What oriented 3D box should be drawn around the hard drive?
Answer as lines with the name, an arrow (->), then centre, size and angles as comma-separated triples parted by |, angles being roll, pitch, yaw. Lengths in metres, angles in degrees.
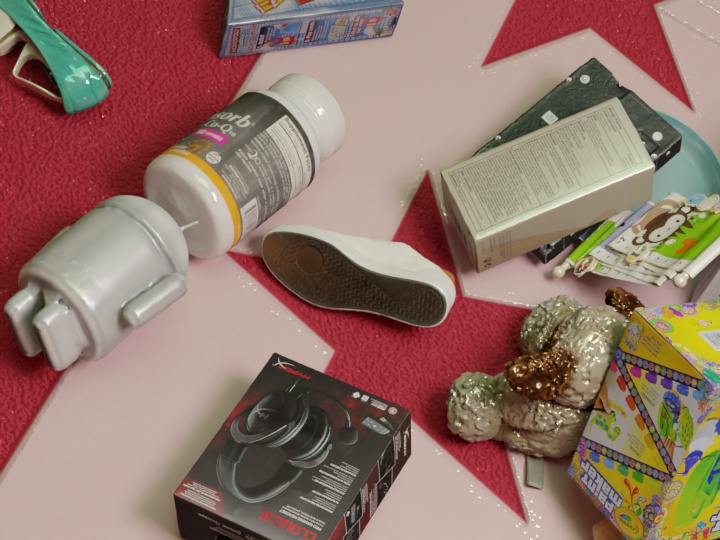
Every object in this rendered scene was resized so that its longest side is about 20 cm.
hard drive -> 0.221, -0.117, 1.857 | 0.200, 0.038, 0.140 | -40, 66, -13

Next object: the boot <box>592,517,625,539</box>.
boot -> 0.264, 0.321, 1.620 | 0.174, 0.066, 0.201 | -9, 61, -33

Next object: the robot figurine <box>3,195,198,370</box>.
robot figurine -> -0.241, 0.006, 1.658 | 0.169, 0.113, 0.200 | 23, 51, 32

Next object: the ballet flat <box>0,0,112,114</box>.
ballet flat -> -0.341, -0.235, 1.818 | 0.070, 0.067, 0.200 | -39, 71, -16

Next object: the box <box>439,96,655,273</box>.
box -> 0.189, -0.086, 1.782 | 0.199, 0.078, 0.095 | -21, 64, -4

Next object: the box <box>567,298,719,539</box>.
box -> 0.328, 0.138, 1.630 | 0.199, 0.193, 0.122 | -5, 37, -33

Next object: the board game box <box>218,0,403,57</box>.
board game box -> -0.090, -0.318, 1.932 | 0.199, 0.062, 0.200 | -23, 67, -26

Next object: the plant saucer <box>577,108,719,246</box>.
plant saucer -> 0.295, -0.089, 1.894 | 0.199, 0.027, 0.201 | 3, 61, -5

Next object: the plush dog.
plush dog -> 0.199, 0.100, 1.673 | 0.160, 0.172, 0.200 | 43, 58, 14

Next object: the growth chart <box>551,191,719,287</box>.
growth chart -> 0.300, -0.033, 1.766 | 0.145, 0.200, 0.018 | -46, 117, -23

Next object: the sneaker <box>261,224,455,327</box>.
sneaker -> 0.000, 0.000, 1.764 | 0.199, 0.073, 0.085 | 21, 25, 7

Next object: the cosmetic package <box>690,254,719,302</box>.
cosmetic package -> 0.465, -0.034, 1.829 | 0.164, 0.165, 0.201 | 25, 55, 3

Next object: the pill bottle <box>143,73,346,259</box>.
pill bottle -> -0.112, -0.109, 1.760 | 0.116, 0.117, 0.200 | 40, 55, 12

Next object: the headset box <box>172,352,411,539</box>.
headset box -> -0.063, 0.191, 1.589 | 0.148, 0.077, 0.200 | 22, 53, 20
